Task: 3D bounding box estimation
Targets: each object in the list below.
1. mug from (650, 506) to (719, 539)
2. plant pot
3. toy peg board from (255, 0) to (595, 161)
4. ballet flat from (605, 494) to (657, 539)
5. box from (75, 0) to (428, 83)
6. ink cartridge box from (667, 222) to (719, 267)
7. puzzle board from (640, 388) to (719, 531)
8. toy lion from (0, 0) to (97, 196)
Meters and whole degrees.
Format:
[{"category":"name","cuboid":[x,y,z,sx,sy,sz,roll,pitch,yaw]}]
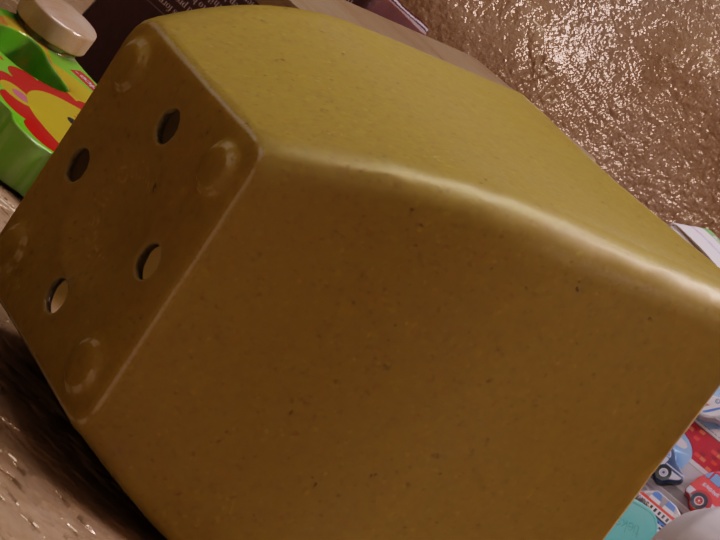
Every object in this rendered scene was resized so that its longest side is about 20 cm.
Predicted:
[{"category":"mug","cuboid":[0.225,0.226,1.183,0.149,0.187,0.153,-11,34,-41]},{"category":"plant pot","cuboid":[-0.017,0.014,0.770,0.200,0.194,0.196,25,15,-39]},{"category":"toy peg board","cuboid":[0.016,-0.099,1.376,0.199,0.098,0.200,20,16,-30]},{"category":"ballet flat","cuboid":[0.114,0.140,1.322,0.200,0.072,0.072,36,8,-45]},{"category":"box","cuboid":[-0.085,-0.171,1.551,0.166,0.200,0.164,44,6,12]},{"category":"ink cartridge box","cuboid":[0.180,0.047,1.304,0.084,0.145,0.200,50,11,10]},{"category":"puzzle board","cuboid":[0.248,0.163,1.397,0.200,0.151,0.017,40,-16,24]},{"category":"toy lion","cuboid":[-0.155,-0.071,1.107,0.200,0.069,0.192,43,13,12]}]
